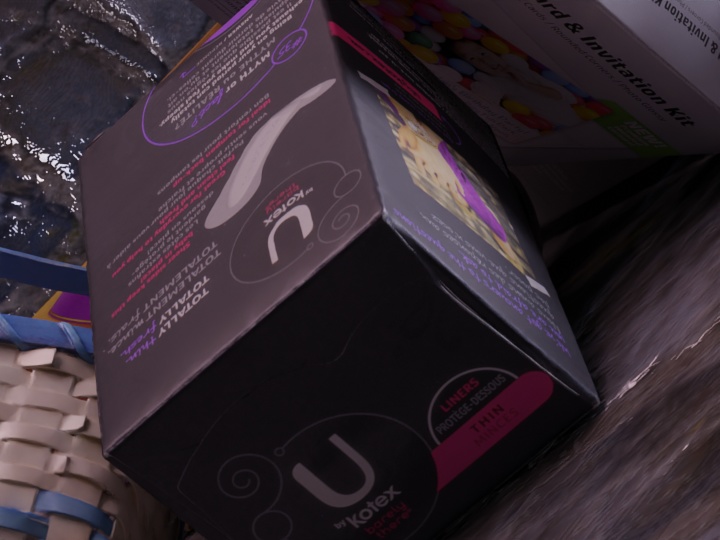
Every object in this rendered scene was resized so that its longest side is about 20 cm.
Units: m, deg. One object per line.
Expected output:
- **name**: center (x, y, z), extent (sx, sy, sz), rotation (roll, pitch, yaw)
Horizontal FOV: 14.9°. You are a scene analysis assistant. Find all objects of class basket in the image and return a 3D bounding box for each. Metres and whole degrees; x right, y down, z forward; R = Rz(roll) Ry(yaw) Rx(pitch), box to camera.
- **basket**: center (-0.150, 0.065, 1.143), extent (0.139, 0.176, 0.200), rotation (97, -175, -47)

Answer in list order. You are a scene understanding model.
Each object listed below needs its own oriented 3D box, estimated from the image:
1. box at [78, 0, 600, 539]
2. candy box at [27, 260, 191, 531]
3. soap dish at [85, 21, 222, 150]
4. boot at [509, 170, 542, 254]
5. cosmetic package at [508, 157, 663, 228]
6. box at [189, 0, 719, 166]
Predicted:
- **box**: center (-0.014, 0.002, 0.922), extent (0.122, 0.106, 0.200), rotation (-41, 27, 15)
- **candy box**: center (-0.085, 0.032, 1.308), extent (0.117, 0.056, 0.200), rotation (12, 36, 23)
- **soap dish**: center (-0.030, -0.090, 1.238), extent (0.157, 0.081, 0.200), rotation (-46, 4, -40)
- **boot**: center (0.000, 0.000, 1.099), extent (0.146, 0.070, 0.200), rotation (-26, 31, 11)
- **cosmetic package**: center (0.115, -0.096, 1.109), extent (0.107, 0.090, 0.200), rotation (-44, 3, -30)
- **box**: center (0.037, -0.094, 1.008), extent (0.200, 0.156, 0.041), rotation (-2, 59, 51)
